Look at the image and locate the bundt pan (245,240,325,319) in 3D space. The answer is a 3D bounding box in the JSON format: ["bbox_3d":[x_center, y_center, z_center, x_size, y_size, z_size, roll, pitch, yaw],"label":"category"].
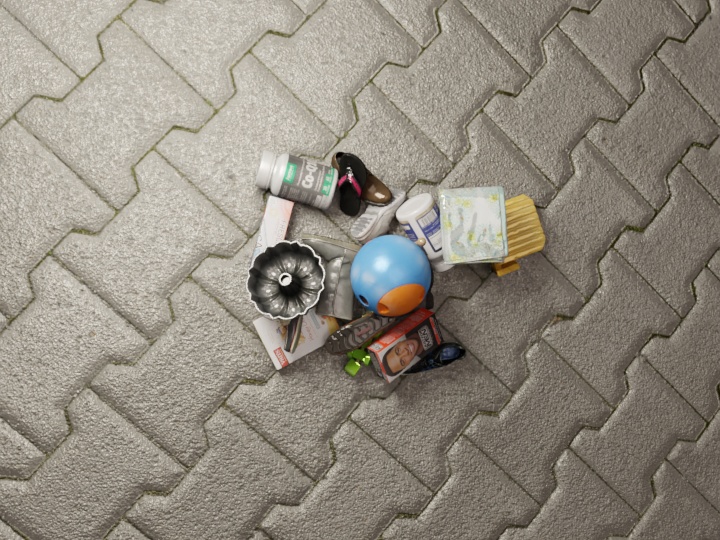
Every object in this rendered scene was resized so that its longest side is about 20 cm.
[{"bbox_3d":[-0.178,0.032,1.580,0.200,0.076,0.203,-3,72,8],"label":"bundt pan"}]

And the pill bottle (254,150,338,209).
[{"bbox_3d":[-0.167,-0.237,1.659,0.199,0.113,0.114,15,85,-13],"label":"pill bottle"}]

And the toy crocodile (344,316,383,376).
[{"bbox_3d":[0.016,0.192,1.720,0.067,0.062,0.201,20,78,15],"label":"toy crocodile"}]

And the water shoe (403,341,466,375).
[{"bbox_3d":[0.193,0.236,1.749,0.199,0.079,0.072,-16,92,-13],"label":"water shoe"}]

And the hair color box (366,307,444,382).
[{"bbox_3d":[0.121,0.196,1.694,0.199,0.061,0.102,-33,117,-22],"label":"hair color box"}]

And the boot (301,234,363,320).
[{"bbox_3d":[-0.086,0.017,1.649,0.181,0.073,0.201,15,93,-2],"label":"boot"}]

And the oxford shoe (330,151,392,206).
[{"bbox_3d":[0.001,-0.242,1.690,0.199,0.084,0.073,36,77,4],"label":"oxford shoe"}]

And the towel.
[{"bbox_3d":[0.295,-0.116,1.664,0.170,0.048,0.202,-4,90,-6],"label":"towel"}]

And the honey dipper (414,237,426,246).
[{"bbox_3d":[0.130,-0.063,1.678,0.038,0.200,0.038,2,83,-17],"label":"honey dipper"}]

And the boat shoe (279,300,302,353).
[{"bbox_3d":[-0.177,0.111,1.632,0.062,0.071,0.202,8,80,0],"label":"boat shoe"}]

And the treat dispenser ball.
[{"bbox_3d":[0.075,0.013,1.584,0.199,0.201,0.202,0,89,-13],"label":"treat dispenser ball"}]

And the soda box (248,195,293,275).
[{"bbox_3d":[-0.233,-0.089,1.666,0.068,0.064,0.201,15,85,-12],"label":"soda box"}]

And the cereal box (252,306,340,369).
[{"bbox_3d":[-0.166,0.152,1.687,0.199,0.040,0.145,-28,94,-12],"label":"cereal box"}]

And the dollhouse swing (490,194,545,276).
[{"bbox_3d":[0.426,-0.111,1.774,0.175,0.182,0.201,-19,93,7],"label":"dollhouse swing"}]

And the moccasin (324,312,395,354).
[{"bbox_3d":[-0.002,0.156,1.667,0.201,0.078,0.074,-35,85,-8],"label":"moccasin"}]

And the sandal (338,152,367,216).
[{"bbox_3d":[-0.026,-0.214,1.660,0.075,0.201,0.045,17,46,13],"label":"sandal"}]

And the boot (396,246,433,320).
[{"bbox_3d":[0.126,0.043,1.710,0.131,0.070,0.201,-17,119,-14],"label":"boot"}]

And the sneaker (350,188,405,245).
[{"bbox_3d":[0.054,-0.144,1.743,0.200,0.075,0.082,-46,135,-16],"label":"sneaker"}]

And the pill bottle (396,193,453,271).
[{"bbox_3d":[0.189,-0.098,1.730,0.111,0.111,0.201,-38,113,-11],"label":"pill bottle"}]
